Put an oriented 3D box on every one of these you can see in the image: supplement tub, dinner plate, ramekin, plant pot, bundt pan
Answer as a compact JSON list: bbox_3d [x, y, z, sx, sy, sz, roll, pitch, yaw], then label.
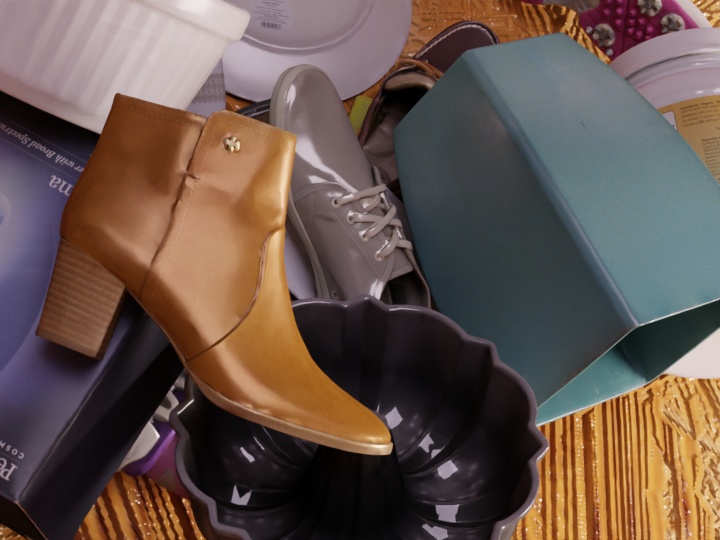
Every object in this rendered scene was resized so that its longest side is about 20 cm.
[{"bbox_3d":[0.231,-0.044,1.322,0.144,0.144,0.200,2,63,-18],"label":"supplement tub"},{"bbox_3d":[-0.057,-0.202,1.377,0.200,0.024,0.200,7,63,-14],"label":"dinner plate"},{"bbox_3d":[-0.168,-0.145,1.112,0.202,0.202,0.094,26,97,-5],"label":"ramekin"},{"bbox_3d":[0.117,-0.031,1.195,0.141,0.141,0.200,-15,69,-40],"label":"plant pot"},{"bbox_3d":[-0.004,0.110,1.085,0.202,0.076,0.202,3,45,-3],"label":"bundt pan"}]

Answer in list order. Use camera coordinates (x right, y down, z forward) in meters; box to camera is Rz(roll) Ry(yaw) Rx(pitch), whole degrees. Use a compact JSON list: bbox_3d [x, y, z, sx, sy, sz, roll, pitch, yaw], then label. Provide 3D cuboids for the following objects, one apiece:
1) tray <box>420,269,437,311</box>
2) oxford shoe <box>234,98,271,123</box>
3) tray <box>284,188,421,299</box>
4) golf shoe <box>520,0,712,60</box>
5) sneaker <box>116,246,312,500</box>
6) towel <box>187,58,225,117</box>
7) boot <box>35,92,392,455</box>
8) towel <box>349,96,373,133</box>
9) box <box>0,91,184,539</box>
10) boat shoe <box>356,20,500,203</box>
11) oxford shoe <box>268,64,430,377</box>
[{"bbox_3d":[0.076,0.033,1.265,0.099,0.037,0.200,44,50,-38],"label":"tray"},{"bbox_3d":[-0.080,-0.039,1.242,0.200,0.073,0.084,-38,41,-24],"label":"oxford shoe"},{"bbox_3d":[0.000,0.000,1.230,0.200,0.022,0.107,45,52,-34],"label":"tray"},{"bbox_3d":[0.176,-0.207,1.411,0.200,0.075,0.091,36,45,21],"label":"golf shoe"},{"bbox_3d":[-0.070,0.061,1.212,0.088,0.080,0.200,37,64,-4],"label":"sneaker"},{"bbox_3d":[-0.149,-0.142,1.245,0.149,0.031,0.200,-9,99,-29],"label":"towel"},{"bbox_3d":[-0.054,0.000,1.021,0.201,0.071,0.144,22,86,-5],"label":"boot"},{"bbox_3d":[0.009,-0.023,1.311,0.086,0.018,0.200,23,59,-7],"label":"towel"},{"bbox_3d":[-0.202,0.016,1.110,0.200,0.123,0.199,28,74,14],"label":"box"},{"bbox_3d":[0.040,-0.102,1.313,0.072,0.072,0.200,36,59,7],"label":"boat shoe"},{"bbox_3d":[-0.001,-0.026,1.174,0.075,0.058,0.200,-23,100,-46],"label":"oxford shoe"}]
